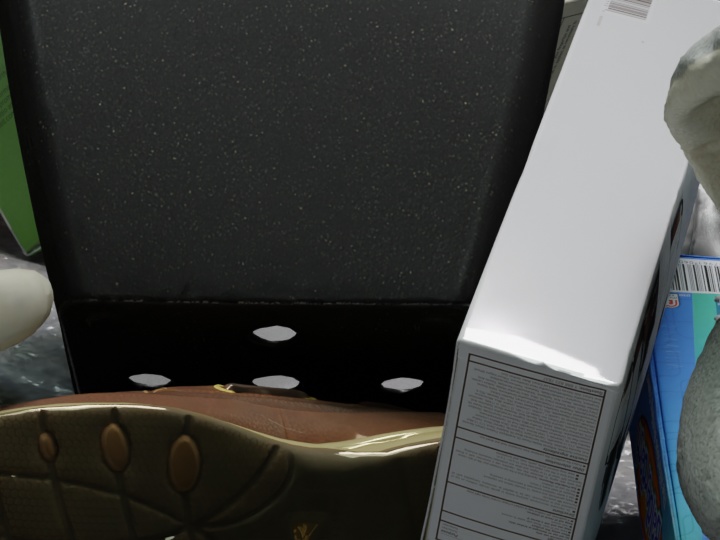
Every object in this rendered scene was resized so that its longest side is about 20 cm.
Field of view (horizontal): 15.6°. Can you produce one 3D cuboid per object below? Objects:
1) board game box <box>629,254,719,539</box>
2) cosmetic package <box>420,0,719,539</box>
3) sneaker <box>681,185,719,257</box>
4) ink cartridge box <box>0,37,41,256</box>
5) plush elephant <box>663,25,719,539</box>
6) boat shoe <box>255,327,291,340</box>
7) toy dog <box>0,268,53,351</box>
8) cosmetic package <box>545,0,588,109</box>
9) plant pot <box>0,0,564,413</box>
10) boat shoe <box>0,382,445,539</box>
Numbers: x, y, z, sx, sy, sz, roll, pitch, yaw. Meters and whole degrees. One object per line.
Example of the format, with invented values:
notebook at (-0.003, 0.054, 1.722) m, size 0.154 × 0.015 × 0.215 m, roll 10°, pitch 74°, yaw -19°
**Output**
board game box at (0.162, 0.068, 0.804) m, size 0.151 × 0.045 × 0.201 m, roll 4°, pitch 31°, yaw -1°
cosmetic package at (0.069, -0.002, 0.791) m, size 0.050 × 0.083 × 0.201 m, roll 16°, pitch 40°, yaw 7°
sneaker at (0.133, 0.034, 0.966) m, size 0.099 × 0.071 × 0.200 m, roll -30°, pitch 47°, yaw -2°
ink cartridge box at (-0.147, -0.114, 1.156) m, size 0.059 × 0.201 × 0.104 m, roll -36°, pitch -9°, yaw 35°
plush elephant at (0.160, 0.006, 0.711) m, size 0.163 × 0.156 × 0.200 m, roll -8°, pitch 35°, yaw -18°
boat shoe at (0.000, -0.001, 1.042) m, size 0.071 × 0.071 × 0.200 m, roll 25°, pitch 28°, yaw 24°
toy dog at (-0.200, 0.011, 0.802) m, size 0.193 × 0.141 × 0.200 m, roll -23°, pitch 9°, yaw -10°
cosmetic package at (0.069, -0.108, 1.169) m, size 0.199 × 0.104 × 0.073 m, roll -16°, pitch 55°, yaw -38°
plant pot at (-0.026, -0.043, 0.887) m, size 0.198 × 0.179 × 0.200 m, roll 0°, pitch -24°, yaw -1°
boat shoe at (-0.041, 0.070, 0.795) m, size 0.198 × 0.073 × 0.068 m, roll 4°, pitch 11°, yaw -23°
